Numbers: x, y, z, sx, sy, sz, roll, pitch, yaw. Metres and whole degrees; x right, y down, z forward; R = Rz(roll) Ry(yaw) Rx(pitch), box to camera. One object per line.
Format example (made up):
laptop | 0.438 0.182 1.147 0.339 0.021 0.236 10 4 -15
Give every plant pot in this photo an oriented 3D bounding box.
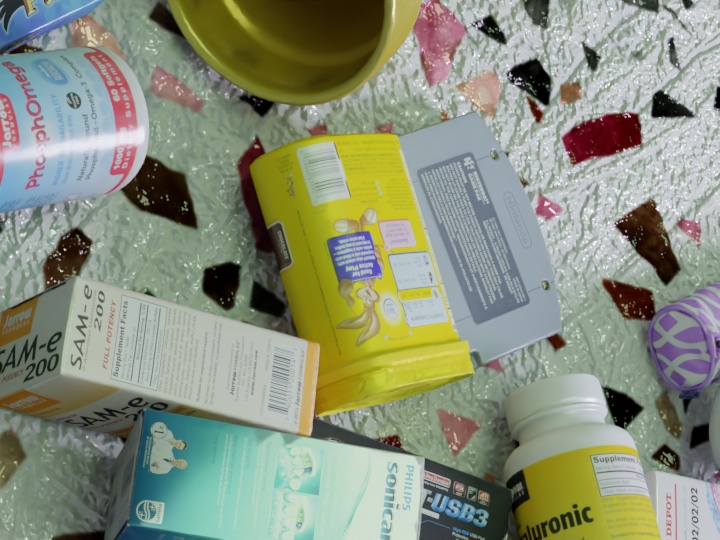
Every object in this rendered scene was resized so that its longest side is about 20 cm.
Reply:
plant pot | -0.026 -0.257 1.606 0.201 0.200 0.189 53 39 -10

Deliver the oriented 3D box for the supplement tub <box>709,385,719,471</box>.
supplement tub | 0.409 0.147 1.770 0.199 0.122 0.123 17 67 -27

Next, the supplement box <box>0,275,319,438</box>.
supplement box | -0.146 0.074 1.453 0.199 0.126 0.074 17 68 -29

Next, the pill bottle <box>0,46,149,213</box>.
pill bottle | -0.253 -0.094 1.425 0.199 0.108 0.109 -14 84 -45

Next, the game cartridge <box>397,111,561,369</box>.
game cartridge | 0.090 -0.025 1.705 0.133 0.041 0.201 -19 88 -41

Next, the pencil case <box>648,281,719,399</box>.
pencil case | 0.344 0.045 1.830 0.199 0.085 0.084 -20 88 -38

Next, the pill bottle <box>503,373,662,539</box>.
pill bottle | 0.177 0.190 1.645 0.111 0.111 0.201 3 62 -34

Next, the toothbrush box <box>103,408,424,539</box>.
toothbrush box | -0.070 0.168 1.430 0.199 0.146 0.086 10 69 -12

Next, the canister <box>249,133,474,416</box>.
canister | 0.000 0.000 1.590 0.148 0.086 0.201 -6 77 -53

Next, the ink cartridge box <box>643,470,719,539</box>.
ink cartridge box | 0.269 0.237 1.729 0.199 0.068 0.116 14 68 -31

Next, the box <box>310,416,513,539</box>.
box | 0.014 0.235 1.564 0.199 0.050 0.200 22 64 -27

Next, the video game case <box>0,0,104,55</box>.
video game case | -0.302 -0.238 1.488 0.200 0.045 0.182 -33 97 -37
